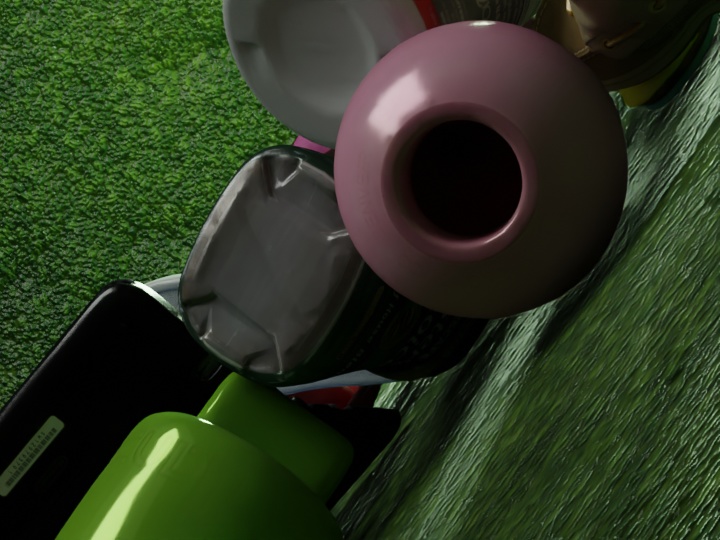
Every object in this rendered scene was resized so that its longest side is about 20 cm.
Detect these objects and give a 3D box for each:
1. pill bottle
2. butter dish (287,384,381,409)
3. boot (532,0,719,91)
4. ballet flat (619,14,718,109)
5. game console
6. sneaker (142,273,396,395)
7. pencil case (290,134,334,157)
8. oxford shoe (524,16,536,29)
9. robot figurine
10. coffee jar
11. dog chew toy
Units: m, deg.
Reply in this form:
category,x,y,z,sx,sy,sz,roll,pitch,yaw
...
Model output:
category,x,y,z,sx,sy,sz,roll,pitch,yaw
pill bottle,0.033,-0.152,1.427,0.200,0.114,0.114,-45,-4,-42
butter dish,-0.098,0.107,1.688,0.200,0.147,0.200,-56,4,-19
boot,0.085,-0.140,1.308,0.200,0.154,0.073,155,122,-62
ballet flat,0.137,-0.133,1.458,0.067,0.067,0.200,-51,4,23
game console,-0.106,0.110,1.493,0.200,0.176,0.116,-49,9,16
sneaker,-0.029,0.021,1.620,0.099,0.199,0.071,-42,-53,-61
pencil case,0.006,-0.057,1.668,0.201,0.093,0.091,-58,-2,30
oxford shoe,0.074,-0.049,1.704,0.070,0.074,0.201,44,116,50
robot figurine,-0.084,0.146,1.338,0.201,0.115,0.176,-56,2,-22
coffee jar,0.000,0.000,1.406,0.105,0.085,0.200,-60,-20,12
dog chew toy,0.061,-0.049,1.298,0.125,0.124,0.200,-53,-5,14
